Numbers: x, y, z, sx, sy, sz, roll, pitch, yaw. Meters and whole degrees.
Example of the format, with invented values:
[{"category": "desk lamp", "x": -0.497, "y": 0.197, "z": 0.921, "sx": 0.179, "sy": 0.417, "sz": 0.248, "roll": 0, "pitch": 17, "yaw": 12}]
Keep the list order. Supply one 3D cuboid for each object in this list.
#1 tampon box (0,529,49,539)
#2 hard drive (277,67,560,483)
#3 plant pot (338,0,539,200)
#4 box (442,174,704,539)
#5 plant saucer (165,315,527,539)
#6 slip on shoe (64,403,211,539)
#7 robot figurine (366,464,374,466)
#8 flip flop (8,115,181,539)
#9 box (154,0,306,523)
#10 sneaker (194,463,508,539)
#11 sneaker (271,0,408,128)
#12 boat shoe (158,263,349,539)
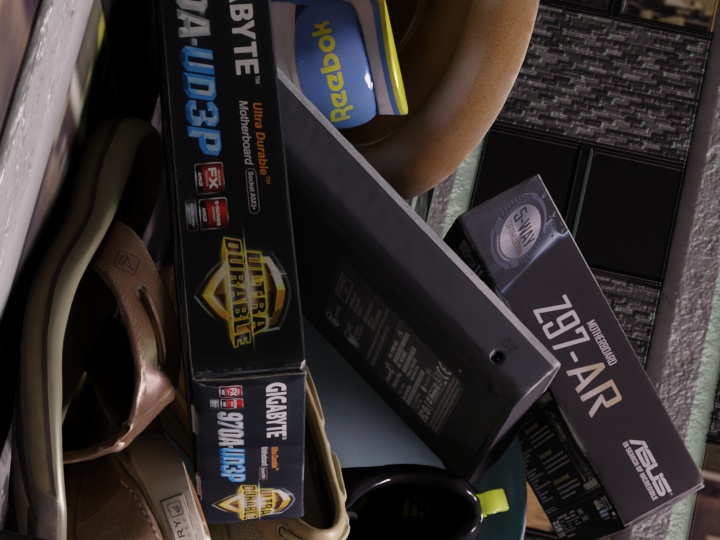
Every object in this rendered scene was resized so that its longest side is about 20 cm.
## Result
[{"category": "tampon box", "x": -0.105, "y": 0.190, "z": 0.927, "sx": 0.200, "sy": 0.125, "sz": 0.151, "roll": 92, "pitch": 10, "yaw": -62}, {"category": "hard drive", "x": 0.000, "y": 0.000, "z": 1.332, "sx": 0.033, "sy": 0.200, "sz": 0.140, "roll": -41, "pitch": 170, "yaw": -19}, {"category": "plant pot", "x": 0.022, "y": -0.135, "z": 1.503, "sx": 0.200, "sy": 0.027, "sz": 0.201, "roll": -28, "pitch": -125, "yaw": 49}, {"category": "box", "x": 0.091, "y": 0.050, "z": 1.395, "sx": 0.161, "sy": 0.043, "sz": 0.200, "roll": 62, "pitch": -7, "yaw": 6}, {"category": "plant saucer", "x": -0.019, "y": 0.104, "z": 1.389, "sx": 0.027, "sy": 0.199, "sz": 0.201, "roll": 131, "pitch": -25, "yaw": -68}, {"category": "slip on shoe", "x": -0.102, "y": 0.097, "z": 1.208, "sx": 0.200, "sy": 0.060, "sz": 0.076, "roll": -137, "pitch": -151, "yaw": -76}, {"category": "robot figurine", "x": -0.024, "y": 0.067, "z": 1.487, "sx": 0.113, "sy": 0.169, "sz": 0.201, "roll": 7, "pitch": 61, "yaw": -58}, {"category": "flip flop", "x": -0.091, "y": 0.022, "z": 1.086, "sx": 0.201, "sy": 0.057, "sz": 0.081, "roll": -76, "pitch": 178, "yaw": -46}, {"category": "box", "x": -0.053, "y": -0.019, "z": 1.164, "sx": 0.159, "sy": 0.046, "sz": 0.201, "roll": 95, "pitch": -10, "yaw": -65}, {"category": "sneaker", "x": -0.032, "y": 0.121, "z": 1.319, "sx": 0.083, "sy": 0.199, "sz": 0.072, "roll": 140, "pitch": -67, "yaw": -73}, {"category": "sneaker", "x": -0.036, "y": -0.107, "z": 1.441, "sx": 0.200, "sy": 0.082, "sz": 0.074, "roll": -151, "pitch": -136, "yaw": -77}, {"category": "boat shoe", "x": -0.048, "y": 0.061, "z": 1.277, "sx": 0.201, "sy": 0.073, "sz": 0.063, "roll": -107, "pitch": -151, "yaw": -42}]
